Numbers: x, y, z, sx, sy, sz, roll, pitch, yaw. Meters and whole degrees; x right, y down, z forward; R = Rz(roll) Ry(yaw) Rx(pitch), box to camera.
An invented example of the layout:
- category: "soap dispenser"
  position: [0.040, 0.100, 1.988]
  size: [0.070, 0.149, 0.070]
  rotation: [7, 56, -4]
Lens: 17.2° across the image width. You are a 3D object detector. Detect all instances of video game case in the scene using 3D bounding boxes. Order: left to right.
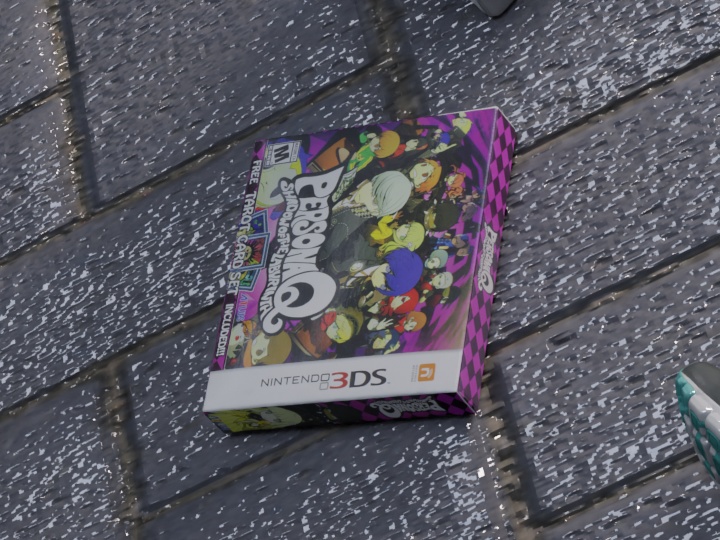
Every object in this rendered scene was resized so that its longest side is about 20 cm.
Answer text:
- category: "video game case"
  position: [0.000, 0.000, 1.487]
  size: [0.180, 0.036, 0.202]
  rotation: [-5, 59, 28]

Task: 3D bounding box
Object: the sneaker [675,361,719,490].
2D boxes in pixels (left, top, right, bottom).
- category: "sneaker"
  position: [0.250, 0.103, 1.256]
  size: [0.091, 0.078, 0.200]
  rotation: [-37, 51, -14]

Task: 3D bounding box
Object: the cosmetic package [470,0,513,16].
- category: "cosmetic package"
  position: [0.076, -0.313, 1.548]
  size: [0.200, 0.166, 0.167]
  rotation: [-45, 49, 0]
